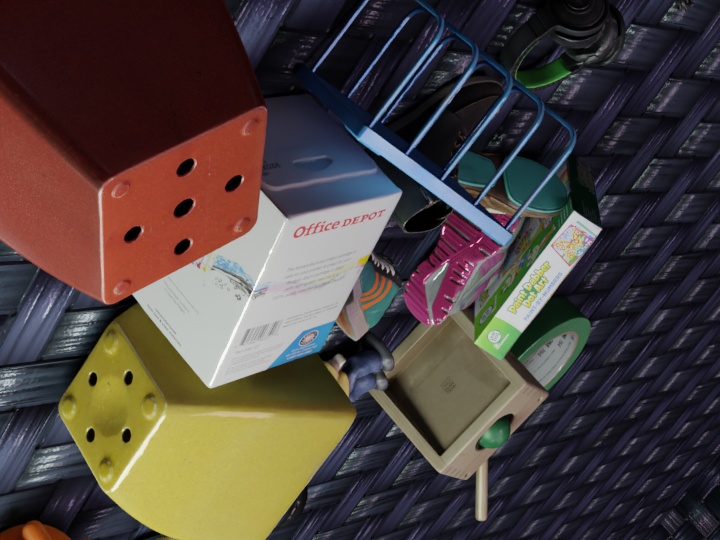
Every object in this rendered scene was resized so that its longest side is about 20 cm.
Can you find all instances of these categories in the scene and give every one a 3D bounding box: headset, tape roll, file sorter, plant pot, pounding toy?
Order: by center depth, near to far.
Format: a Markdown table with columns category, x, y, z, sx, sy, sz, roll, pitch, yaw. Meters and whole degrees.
| category | x | y | z | sx | sy | sz | roll | pitch | yaw |
| --- | --- | --- | --- | --- | --- | --- | --- | --- | --- |
| plant pot | -0.170 | -0.101 | 1.065 | 0.199 | 0.176 | 0.201 | -29 | 152 | -27 |
| file sorter | 0.071 | -0.142 | 1.321 | 0.199 | 0.139 | 0.123 | 32 | 100 | -37 |
| plant pot | -0.164 | 0.132 | 1.430 | 0.199 | 0.195 | 0.196 | 10 | 124 | -50 |
| headset | 0.236 | -0.243 | 1.536 | 0.199 | 0.095 | 0.123 | -37 | 157 | 14 |
| pounding toy | 0.132 | 0.178 | 1.905 | 0.184 | 0.200 | 0.142 | -46 | 155 | 8 |
| tape roll | 0.242 | 0.127 | 2.167 | 0.199 | 0.048 | 0.201 | -34 | 154 | -19 |

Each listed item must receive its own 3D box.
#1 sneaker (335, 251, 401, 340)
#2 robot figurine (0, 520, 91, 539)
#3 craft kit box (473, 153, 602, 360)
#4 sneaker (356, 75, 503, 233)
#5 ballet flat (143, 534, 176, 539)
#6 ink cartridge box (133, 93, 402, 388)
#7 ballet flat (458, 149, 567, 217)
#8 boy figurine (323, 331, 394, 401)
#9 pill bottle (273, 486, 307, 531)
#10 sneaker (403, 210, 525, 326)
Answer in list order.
| category | x | y | z | sx | sy | sz | roll | pitch | yaw |
| --- | --- | --- | --- | --- | --- | --- | --- | --- | --- |
| sneaker | 0.000 | 0.000 | 1.602 | 0.080 | 0.071 | 0.200 | -41 | 160 | -14 |
| robot figurine | -0.343 | 0.342 | 1.566 | 0.201 | 0.115 | 0.145 | 101 | 3 | -51 |
| craft kit box | 0.204 | -0.021 | 1.761 | 0.199 | 0.048 | 0.200 | -58 | -172 | 22 |
| sneaker | 0.086 | -0.111 | 1.504 | 0.199 | 0.106 | 0.075 | -33 | 153 | -21 |
| ballet flat | -0.206 | 0.335 | 1.816 | 0.199 | 0.063 | 0.069 | -23 | 149 | -37 |
| ink cartridge box | -0.089 | -0.030 | 1.327 | 0.146 | 0.145 | 0.201 | -15 | 143 | -46 |
| ballet flat | 0.135 | -0.091 | 1.630 | 0.198 | 0.069 | 0.072 | 7 | 161 | -40 |
| boy figurine | -0.053 | 0.149 | 1.752 | 0.199 | 0.065 | 0.125 | -26 | 150 | -30 |
| pill bottle | -0.138 | 0.245 | 1.718 | 0.112 | 0.112 | 0.200 | -46 | 154 | 7 |
| sneaker | 0.131 | -0.028 | 1.743 | 0.201 | 0.081 | 0.088 | -53 | 160 | 26 |
